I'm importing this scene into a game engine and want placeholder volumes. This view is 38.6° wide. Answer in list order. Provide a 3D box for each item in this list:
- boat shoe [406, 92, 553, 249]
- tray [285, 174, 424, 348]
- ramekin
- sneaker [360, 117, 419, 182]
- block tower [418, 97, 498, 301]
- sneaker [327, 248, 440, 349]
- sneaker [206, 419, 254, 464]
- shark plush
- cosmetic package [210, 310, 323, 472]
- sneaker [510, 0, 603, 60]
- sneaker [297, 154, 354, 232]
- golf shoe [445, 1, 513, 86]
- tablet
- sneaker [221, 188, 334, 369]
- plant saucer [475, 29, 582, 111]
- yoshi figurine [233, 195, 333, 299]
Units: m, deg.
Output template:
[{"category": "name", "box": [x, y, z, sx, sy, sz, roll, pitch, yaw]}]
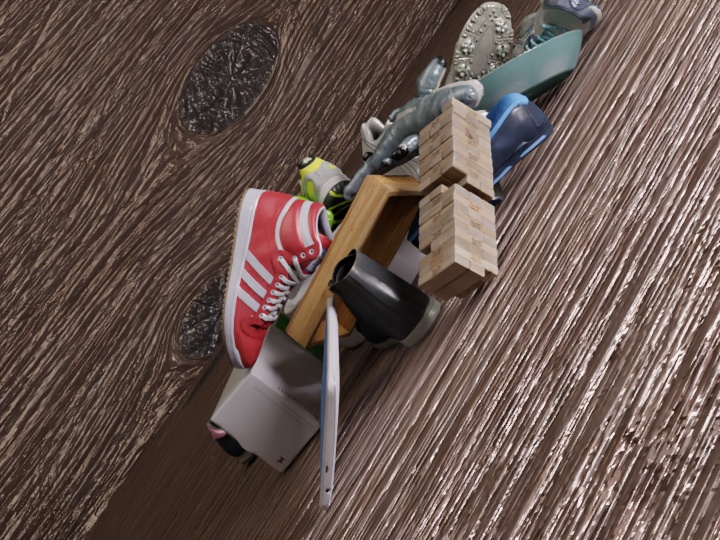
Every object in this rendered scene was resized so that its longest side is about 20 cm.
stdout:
[{"category": "boat shoe", "box": [0.124, -0.088, 1.075, 0.200, 0.068, 0.084, -49, 17, 33]}, {"category": "tray", "box": [-0.004, -0.012, 1.132, 0.098, 0.037, 0.201, -9, -49, -59]}, {"category": "ramekin", "box": [0.000, 0.000, 1.293, 0.201, 0.097, 0.201, -51, 9, 11]}, {"category": "sneaker", "box": [0.065, -0.136, 1.182, 0.199, 0.088, 0.074, 5, 32, 47]}, {"category": "block tower", "box": [0.091, -0.067, 0.976, 0.058, 0.054, 0.201, -35, 39, 42]}, {"category": "sneaker", "box": [0.011, 0.024, 1.091, 0.075, 0.106, 0.200, -55, 8, -11]}, {"category": "sneaker", "box": [-0.129, 0.164, 1.396, 0.201, 0.082, 0.070, -53, 8, 2]}, {"category": "shark plush", "box": [0.047, -0.147, 1.091, 0.199, 0.091, 0.083, -25, 22, 25]}, {"category": "cosmetic package", "box": [-0.100, 0.140, 1.245, 0.085, 0.107, 0.200, -49, 11, 16]}, {"category": "sneaker", "box": [0.236, -0.281, 1.270, 0.200, 0.077, 0.087, 134, 159, -82]}, {"category": "sneaker", "box": [-0.041, -0.103, 1.399, 0.075, 0.077, 0.200, -39, -13, -11]}, {"category": "golf shoe", "box": [0.144, -0.272, 1.386, 0.097, 0.078, 0.201, -113, 33, -55]}, {"category": "tablet", "box": [-0.030, 0.121, 0.983, 0.200, 0.014, 0.131, -94, 7, -69]}, {"category": "sneaker", "box": [-0.086, 0.015, 1.133, 0.071, 0.111, 0.202, -4, -79, -75]}, {"category": "plant saucer", "box": [0.173, -0.207, 1.178, 0.199, 0.036, 0.200, -29, -2, -1]}, {"category": "yoshi figurine", "box": [-0.089, -0.045, 1.274, 0.112, 0.112, 0.200, -49, 4, 5]}]
